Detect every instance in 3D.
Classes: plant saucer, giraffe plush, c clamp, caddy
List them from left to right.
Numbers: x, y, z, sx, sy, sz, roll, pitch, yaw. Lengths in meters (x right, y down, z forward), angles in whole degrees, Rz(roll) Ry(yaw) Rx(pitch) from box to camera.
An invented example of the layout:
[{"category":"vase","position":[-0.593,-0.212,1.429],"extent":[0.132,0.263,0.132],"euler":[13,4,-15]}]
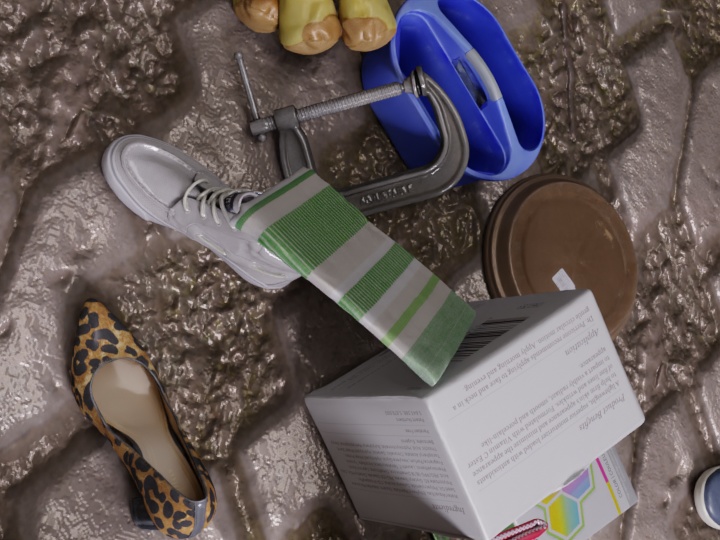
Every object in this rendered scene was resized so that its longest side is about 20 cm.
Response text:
[{"category":"giraffe plush","position":[-0.036,-0.312,0.965],"extent":[0.172,0.162,0.200],"euler":[0,72,3]},{"category":"c clamp","position":[-0.004,-0.132,1.003],"extent":[0.200,0.027,0.171],"euler":[-10,98,2]},{"category":"caddy","position":[0.095,-0.176,1.069],"extent":[0.141,0.105,0.200],"euler":[-36,97,-30]},{"category":"plant saucer","position":[0.218,-0.008,1.145],"extent":[0.200,0.029,0.200],"euler":[6,77,-28]}]

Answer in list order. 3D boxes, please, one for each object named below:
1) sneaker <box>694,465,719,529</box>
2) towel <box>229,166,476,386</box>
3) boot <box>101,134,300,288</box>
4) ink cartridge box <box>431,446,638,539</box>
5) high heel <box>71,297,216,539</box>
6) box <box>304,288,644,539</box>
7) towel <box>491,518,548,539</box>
[{"category":"sneaker","position":[0.457,0.248,1.186],"extent":[0.200,0.084,0.075],"euler":[7,76,-27]},{"category":"towel","position":[0.000,0.000,0.882],"extent":[0.200,0.023,0.153],"euler":[40,25,3]},{"category":"boot","position":[-0.121,-0.059,0.933],"extent":[0.200,0.096,0.074],"euler":[33,66,-18]},{"category":"ink cartridge box","position":[0.165,0.222,1.048],"extent":[0.200,0.059,0.104],"euler":[-25,92,-30]},{"category":"high heel","position":[-0.165,0.108,0.846],"extent":[0.071,0.143,0.200],"euler":[-17,88,-30]},{"category":"box","position":[0.095,0.120,0.946],"extent":[0.199,0.200,0.131],"euler":[-28,99,-31]},{"category":"towel","position":[0.060,0.271,0.910],"extent":[0.145,0.200,0.023],"euler":[-15,63,-30]}]
